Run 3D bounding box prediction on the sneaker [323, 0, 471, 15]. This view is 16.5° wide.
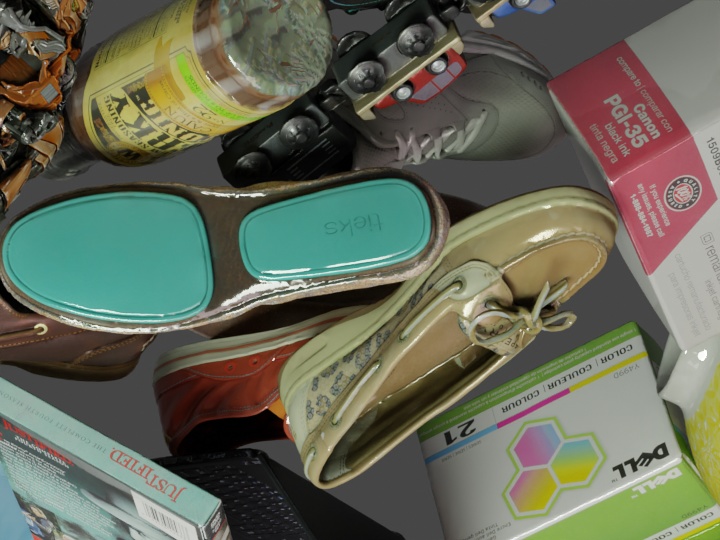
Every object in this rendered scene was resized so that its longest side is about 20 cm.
[{"bbox_3d":[0.025,-0.142,1.131,0.199,0.076,0.079,-17,139,4],"label":"sneaker"}]

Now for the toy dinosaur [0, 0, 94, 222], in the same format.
[{"bbox_3d":[-0.169,-0.056,1.095,0.136,0.102,0.200,-43,151,-32],"label":"toy dinosaur"}]

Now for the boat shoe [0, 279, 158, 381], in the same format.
[{"bbox_3d":[-0.194,0.012,1.241,0.199,0.071,0.070,0,144,-26],"label":"boat shoe"}]

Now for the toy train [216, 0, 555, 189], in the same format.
[{"bbox_3d":[0.022,-0.095,1.100,0.200,0.034,0.046,-37,129,14],"label":"toy train"}]

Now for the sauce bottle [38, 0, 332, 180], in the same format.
[{"bbox_3d":[-0.091,-0.082,1.121,0.065,0.065,0.200,19,158,-30],"label":"sauce bottle"}]

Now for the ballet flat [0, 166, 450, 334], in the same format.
[{"bbox_3d":[-0.058,-0.007,1.099,0.199,0.068,0.067,-2,177,6],"label":"ballet flat"}]

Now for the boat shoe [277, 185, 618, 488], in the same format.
[{"bbox_3d":[0.046,0.033,1.180,0.073,0.063,0.200,26,128,-39],"label":"boat shoe"}]

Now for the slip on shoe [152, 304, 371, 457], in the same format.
[{"bbox_3d":[-0.020,0.060,1.288,0.199,0.061,0.074,-13,156,26],"label":"slip on shoe"}]

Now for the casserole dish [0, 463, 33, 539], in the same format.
[{"bbox_3d":[-0.229,0.159,1.407,0.121,0.039,0.200,15,131,-28],"label":"casserole dish"}]

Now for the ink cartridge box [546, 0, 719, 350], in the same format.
[{"bbox_3d":[0.211,-0.073,1.221,0.200,0.083,0.147,-29,136,2],"label":"ink cartridge box"}]

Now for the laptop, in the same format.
[{"bbox_3d":[-0.041,0.169,1.336,0.199,0.104,0.177,-9,155,26],"label":"laptop"}]

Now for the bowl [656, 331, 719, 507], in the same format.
[{"bbox_3d":[0.221,0.047,1.317,0.107,0.200,0.200,20,132,0],"label":"bowl"}]

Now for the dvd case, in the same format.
[{"bbox_3d":[-0.119,0.143,1.290,0.022,0.146,0.200,-53,154,-24],"label":"dvd case"}]

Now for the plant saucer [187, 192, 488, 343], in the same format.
[{"bbox_3d":[0.000,0.000,1.258,0.199,0.035,0.200,-2,160,-1],"label":"plant saucer"}]

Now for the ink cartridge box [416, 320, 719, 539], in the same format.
[{"bbox_3d":[0.129,0.149,1.370,0.148,0.200,0.076,-28,136,14],"label":"ink cartridge box"}]

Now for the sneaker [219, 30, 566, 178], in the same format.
[{"bbox_3d":[0.012,-0.068,1.192,0.199,0.092,0.076,7,133,-22],"label":"sneaker"}]
